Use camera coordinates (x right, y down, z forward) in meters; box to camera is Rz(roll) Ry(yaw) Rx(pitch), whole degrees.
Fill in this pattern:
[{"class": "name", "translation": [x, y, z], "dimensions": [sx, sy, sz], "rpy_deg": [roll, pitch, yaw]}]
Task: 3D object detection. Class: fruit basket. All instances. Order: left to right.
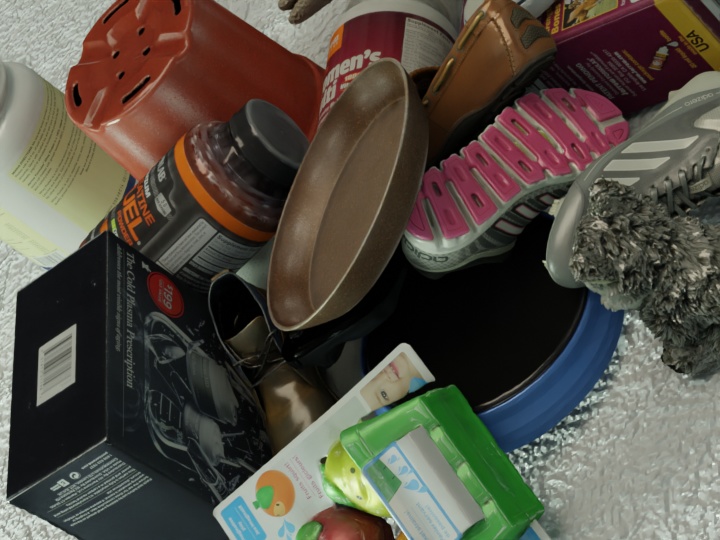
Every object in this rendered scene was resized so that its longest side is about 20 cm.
[{"class": "fruit basket", "translation": [0.013, 0.179, 1.329], "dimensions": [0.200, 0.094, 0.186], "rpy_deg": [-40, 77, 18]}]

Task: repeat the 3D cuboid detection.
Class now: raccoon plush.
[{"class": "raccoon plush", "translation": [0.227, -0.015, 1.261], "dimensions": [0.199, 0.134, 0.097], "rpy_deg": [-22, 46, 35]}]

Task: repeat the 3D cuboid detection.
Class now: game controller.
[{"class": "game controller", "translation": [0.000, 0.000, 1.466], "dimensions": [0.104, 0.042, 0.200], "rpy_deg": [-43, 13, 27]}]

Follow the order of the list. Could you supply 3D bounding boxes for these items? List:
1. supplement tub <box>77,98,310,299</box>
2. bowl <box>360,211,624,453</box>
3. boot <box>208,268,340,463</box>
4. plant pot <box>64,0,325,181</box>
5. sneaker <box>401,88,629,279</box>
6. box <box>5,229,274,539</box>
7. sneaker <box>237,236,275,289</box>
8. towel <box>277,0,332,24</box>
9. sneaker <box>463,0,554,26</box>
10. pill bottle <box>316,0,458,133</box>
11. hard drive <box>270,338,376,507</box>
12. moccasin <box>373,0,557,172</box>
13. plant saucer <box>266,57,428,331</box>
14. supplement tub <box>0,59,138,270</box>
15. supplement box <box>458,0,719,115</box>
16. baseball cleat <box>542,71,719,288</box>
[{"class": "supplement tub", "translation": [-0.126, -0.044, 1.566], "dimensions": [0.200, 0.107, 0.107], "rpy_deg": [-43, 38, 24]}, {"class": "bowl", "translation": [0.088, 0.041, 1.414], "dimensions": [0.199, 0.039, 0.202], "rpy_deg": [-21, 43, 21]}, {"class": "boot", "translation": [-0.066, 0.087, 1.470], "dimensions": [0.075, 0.097, 0.201], "rpy_deg": [-38, 39, 19]}, {"class": "plant pot", "translation": [-0.130, -0.134, 1.684], "dimensions": [0.200, 0.195, 0.202], "rpy_deg": [-27, 45, 30]}, {"class": "sneaker", "translation": [0.102, -0.058, 1.406], "dimensions": [0.199, 0.088, 0.074], "rpy_deg": [-33, 71, -24]}, {"class": "box", "translation": [-0.159, 0.107, 1.483], "dimensions": [0.104, 0.182, 0.201], "rpy_deg": [-31, 43, 25]}, {"class": "sneaker", "translation": [-0.093, 0.020, 1.634], "dimensions": [0.199, 0.075, 0.089], "rpy_deg": [-25, 57, 31]}, {"class": "towel", "translation": [0.009, -0.275, 1.689], "dimensions": [0.132, 0.035, 0.200], "rpy_deg": [-38, 2, -21]}, {"class": "sneaker", "translation": [0.129, -0.258, 1.439], "dimensions": [0.201, 0.071, 0.073], "rpy_deg": [-55, 36, -6]}, {"class": "pill bottle", "translation": [0.025, -0.147, 1.601], "dimensions": [0.109, 0.109, 0.201], "rpy_deg": [-21, 48, 35]}, {"class": "hard drive", "translation": [-0.035, 0.134, 1.508], "dimensions": [0.200, 0.033, 0.140], "rpy_deg": [-39, 39, 17]}, {"class": "moccasin", "translation": [0.059, -0.121, 1.436], "dimensions": [0.073, 0.078, 0.202], "rpy_deg": [-31, -13, -39]}, {"class": "plant saucer", "translation": [-0.005, -0.048, 1.378], "dimensions": [0.201, 0.034, 0.201], "rpy_deg": [-53, 25, 38]}, {"class": "supplement tub", "translation": [-0.310, -0.101, 1.845], "dimensions": [0.144, 0.200, 0.146], "rpy_deg": [-27, 44, 30]}, {"class": "supplement box", "translation": [0.177, -0.190, 1.478], "dimensions": [0.199, 0.103, 0.132], "rpy_deg": [-18, 49, 36]}, {"class": "baseball cleat", "translation": [0.210, -0.061, 1.344], "dimensions": [0.200, 0.070, 0.106], "rpy_deg": [-49, 36, -16]}]
